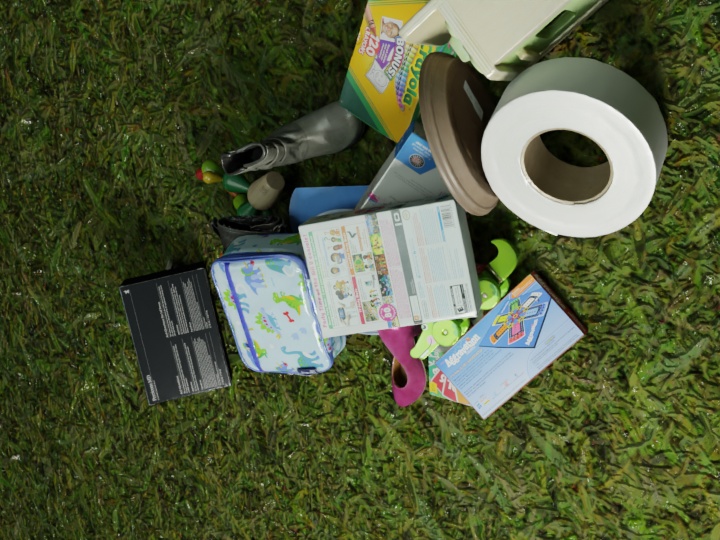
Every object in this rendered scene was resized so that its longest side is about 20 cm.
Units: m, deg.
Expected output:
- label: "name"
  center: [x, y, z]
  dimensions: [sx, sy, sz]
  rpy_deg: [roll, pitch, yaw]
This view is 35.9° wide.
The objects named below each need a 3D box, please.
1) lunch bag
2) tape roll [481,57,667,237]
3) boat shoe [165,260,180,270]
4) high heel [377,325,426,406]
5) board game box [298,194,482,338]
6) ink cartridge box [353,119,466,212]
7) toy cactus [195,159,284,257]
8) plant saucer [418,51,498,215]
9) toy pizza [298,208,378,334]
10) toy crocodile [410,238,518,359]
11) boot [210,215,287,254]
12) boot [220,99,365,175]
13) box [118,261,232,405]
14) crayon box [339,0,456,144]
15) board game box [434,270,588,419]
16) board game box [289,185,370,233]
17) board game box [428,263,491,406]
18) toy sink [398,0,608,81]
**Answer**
- label: "lunch bag"
  center: [-0.114, 0.050, 1.552]
  dimensions: [0.160, 0.083, 0.201]
  rpy_deg: [1, 121, 25]
- label: "tape roll"
  center: [0.239, -0.135, 1.250]
  dimensions: [0.201, 0.071, 0.203]
  rpy_deg: [15, 137, 15]
- label: "boat shoe"
  center: [-0.314, 0.078, 1.892]
  dimensions: [0.062, 0.073, 0.201]
  rpy_deg: [7, 111, -7]
- label: "high heel"
  center: [0.045, 0.124, 1.535]
  dimensions: [0.068, 0.095, 0.201]
  rpy_deg: [60, 151, 35]
- label: "board game box"
  center: [0.038, -0.006, 1.366]
  dimensions: [0.198, 0.064, 0.149]
  rpy_deg: [-8, 103, 15]
- label: "ink cartridge box"
  center: [0.059, -0.074, 1.420]
  dimensions: [0.116, 0.067, 0.200]
  rpy_deg: [32, 111, -9]
- label: "toy cactus"
  center: [-0.168, -0.096, 1.649]
  dimensions: [0.201, 0.102, 0.165]
  rpy_deg: [60, 143, 9]
- label: "plant saucer"
  center: [0.126, -0.164, 1.310]
  dimensions: [0.029, 0.200, 0.201]
  rpy_deg: [-16, 95, 28]
- label: "toy pizza"
  center: [0.000, 0.000, 1.541]
  dimensions: [0.199, 0.032, 0.201]
  rpy_deg: [11, 124, 17]
- label: "toy crocodile"
  center: [0.132, 0.041, 1.429]
  dimensions: [0.062, 0.067, 0.200]
  rpy_deg: [46, 116, 5]
- label: "boot"
  center: [-0.116, 0.001, 1.603]
  dimensions: [0.198, 0.069, 0.175]
  rpy_deg: [6, 126, 6]
- label: "boot"
  center: [-0.095, -0.175, 1.539]
  dimensions: [0.199, 0.130, 0.068]
  rpy_deg: [-19, 94, 44]
- label: "box"
  center: [-0.299, 0.101, 1.811]
  dimensions: [0.079, 0.140, 0.202]
  rpy_deg: [-130, 28, -78]
- label: "crayon box"
  center: [0.056, -0.276, 1.419]
  dimensions: [0.119, 0.058, 0.201]
  rpy_deg: [36, 126, 26]
- label: "board game box"
  center: [0.193, 0.100, 1.446]
  dimensions: [0.103, 0.019, 0.200]
  rpy_deg: [48, 124, 6]
- label: "board game box"
  center: [-0.006, -0.058, 1.565]
  dimensions: [0.199, 0.039, 0.159]
  rpy_deg: [1, 123, 36]
- label: "board game box"
  center: [0.135, 0.084, 1.510]
  dimensions: [0.095, 0.030, 0.202]
  rpy_deg: [12, 111, 38]
- label: "toy sink"
  center: [0.164, -0.283, 1.238]
  dimensions: [0.200, 0.130, 0.112]
  rpy_deg: [-39, 80, 25]
